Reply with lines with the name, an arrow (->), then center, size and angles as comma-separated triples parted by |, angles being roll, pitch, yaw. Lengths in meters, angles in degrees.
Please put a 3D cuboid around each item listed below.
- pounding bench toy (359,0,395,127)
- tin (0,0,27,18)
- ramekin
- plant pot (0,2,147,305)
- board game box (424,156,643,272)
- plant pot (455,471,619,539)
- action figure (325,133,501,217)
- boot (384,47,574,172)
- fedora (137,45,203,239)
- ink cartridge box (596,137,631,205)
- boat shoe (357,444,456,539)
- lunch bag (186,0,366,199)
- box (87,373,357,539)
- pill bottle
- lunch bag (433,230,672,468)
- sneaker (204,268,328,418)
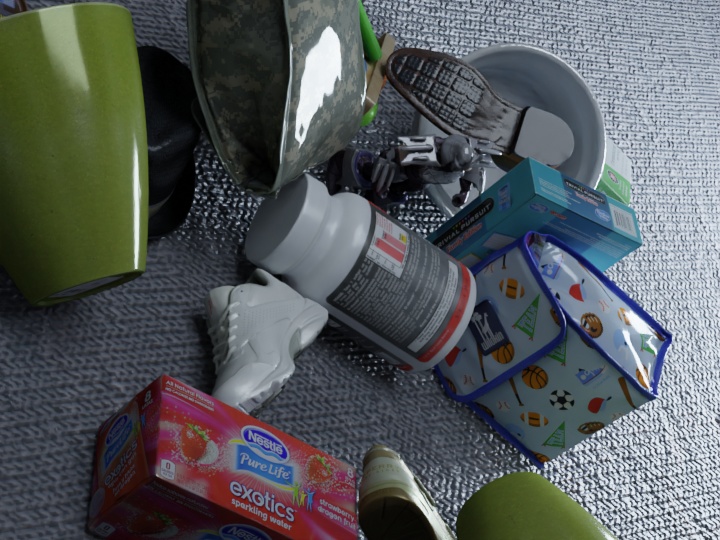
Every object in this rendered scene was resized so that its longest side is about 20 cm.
pounding bench toy -> -0.034, -0.215, 1.773 | 0.156, 0.200, 0.125 | 39, 37, -17
tin -> -0.372, -0.239, 1.552 | 0.199, 0.042, 0.113 | 22, 41, -36
ramekin -> 0.146, -0.132, 1.913 | 0.200, 0.201, 0.098 | 45, -4, -10
plant pot -> -0.242, -0.081, 1.452 | 0.186, 0.186, 0.202 | -12, 84, -52
board game box -> 0.151, -0.016, 1.809 | 0.150, 0.200, 0.047 | 23, 44, -35
plant pot -> 0.165, 0.279, 1.606 | 0.186, 0.187, 0.201 | 14, 35, -41
action figure -> 0.051, -0.091, 1.762 | 0.129, 0.199, 0.070 | 13, 76, -31
boot -> 0.104, -0.146, 1.808 | 0.199, 0.097, 0.075 | 29, 74, -6
fedora -> -0.195, -0.129, 1.606 | 0.200, 0.091, 0.202 | 29, 41, -29
ink cartridge box -> 0.205, -0.138, 2.054 | 0.200, 0.087, 0.146 | 43, 23, -8
boat shoe -> 0.046, 0.227, 1.535 | 0.063, 0.073, 0.201 | -95, 162, -46
lunch bag -> -0.071, -0.176, 1.614 | 0.164, 0.117, 0.202 | -37, 127, -59
box -> -0.104, 0.177, 1.439 | 0.199, 0.095, 0.100 | 30, 40, -29
pill bottle -> 0.000, 0.000, 1.696 | 0.199, 0.116, 0.116 | 33, 39, -26
lunch bag -> 0.170, 0.071, 1.783 | 0.200, 0.170, 0.124 | 43, 37, -15
sneaker -> -0.102, 0.064, 1.573 | 0.099, 0.078, 0.200 | 41, 27, -5
